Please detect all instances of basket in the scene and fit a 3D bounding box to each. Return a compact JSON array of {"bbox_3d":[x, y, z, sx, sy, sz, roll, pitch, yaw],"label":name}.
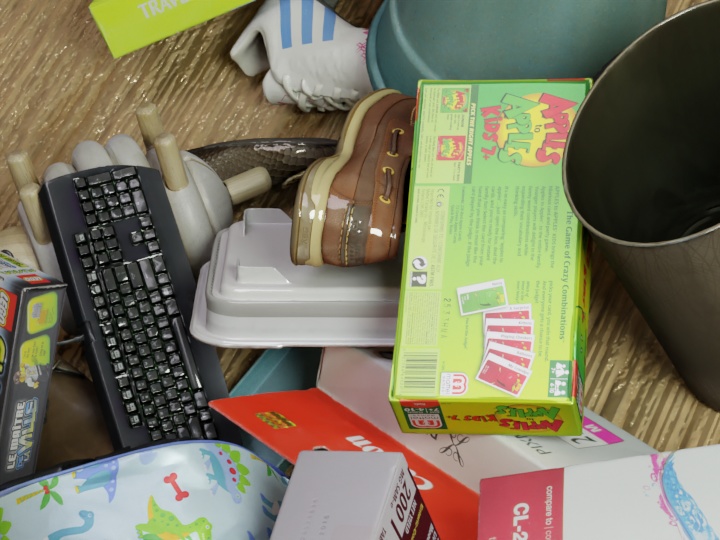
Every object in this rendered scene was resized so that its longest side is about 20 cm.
[{"bbox_3d":[0.209,-0.021,1.501,0.136,0.200,0.181,16,60,33],"label":"basket"}]

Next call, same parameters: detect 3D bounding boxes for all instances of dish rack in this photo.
[{"bbox_3d":[0.000,0.000,1.616,0.199,0.044,0.172,1,17,0],"label":"dish rack"}]

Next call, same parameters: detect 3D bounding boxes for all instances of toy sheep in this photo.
[{"bbox_3d":[-0.151,-0.028,1.731,0.199,0.138,0.138,-19,42,-6],"label":"toy sheep"}]

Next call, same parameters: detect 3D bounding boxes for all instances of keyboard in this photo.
[{"bbox_3d":[-0.157,0.036,1.634,0.127,0.021,0.201,-16,75,-9],"label":"keyboard"}]

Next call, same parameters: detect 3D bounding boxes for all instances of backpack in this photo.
[{"bbox_3d":[-0.105,0.176,1.454,0.182,0.200,0.147,-19,67,9],"label":"backpack"}]

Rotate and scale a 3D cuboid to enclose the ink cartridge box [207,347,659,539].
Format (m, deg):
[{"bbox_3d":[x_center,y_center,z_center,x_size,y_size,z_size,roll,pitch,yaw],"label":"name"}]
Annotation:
[{"bbox_3d":[0.041,0.089,1.520,0.173,0.044,0.200,-4,25,-42],"label":"ink cartridge box"}]

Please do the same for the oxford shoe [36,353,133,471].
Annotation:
[{"bbox_3d":[-0.202,0.082,1.680,0.200,0.085,0.073,23,58,37],"label":"oxford shoe"}]

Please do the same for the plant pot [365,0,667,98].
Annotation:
[{"bbox_3d":[0.114,-0.193,1.677,0.199,0.196,0.201,4,51,-5],"label":"plant pot"}]

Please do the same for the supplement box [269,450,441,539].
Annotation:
[{"bbox_3d":[0.011,0.196,1.381,0.061,0.200,0.109,0,48,23],"label":"supplement box"}]

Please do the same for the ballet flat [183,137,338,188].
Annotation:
[{"bbox_3d":[-0.105,-0.060,1.805,0.199,0.067,0.047,-7,87,16],"label":"ballet flat"}]

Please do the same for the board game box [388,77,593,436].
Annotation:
[{"bbox_3d":[0.077,-0.009,1.501,0.101,0.048,0.201,0,64,11],"label":"board game box"}]

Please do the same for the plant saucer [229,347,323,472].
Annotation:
[{"bbox_3d":[-0.035,0.069,1.665,0.070,0.019,0.200,19,57,37],"label":"plant saucer"}]

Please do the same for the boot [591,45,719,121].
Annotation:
[{"bbox_3d":[0.178,-0.061,1.619,0.203,0.154,0.074,-33,46,34],"label":"boot"}]

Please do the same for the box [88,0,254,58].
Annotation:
[{"bbox_3d":[-0.083,-0.219,1.900,0.199,0.048,0.122,-20,17,19],"label":"box"}]

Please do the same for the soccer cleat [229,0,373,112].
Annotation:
[{"bbox_3d":[-0.014,-0.131,1.824,0.086,0.070,0.200,-45,40,-9],"label":"soccer cleat"}]

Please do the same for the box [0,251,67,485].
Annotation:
[{"bbox_3d":[-0.240,0.087,1.627,0.110,0.201,0.035,24,19,39],"label":"box"}]

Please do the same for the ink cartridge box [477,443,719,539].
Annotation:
[{"bbox_3d":[0.173,0.165,1.377,0.199,0.146,0.083,-10,46,16],"label":"ink cartridge box"}]

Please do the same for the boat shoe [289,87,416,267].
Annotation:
[{"bbox_3d":[0.015,-0.050,1.600,0.067,0.072,0.200,11,25,11],"label":"boat shoe"}]
